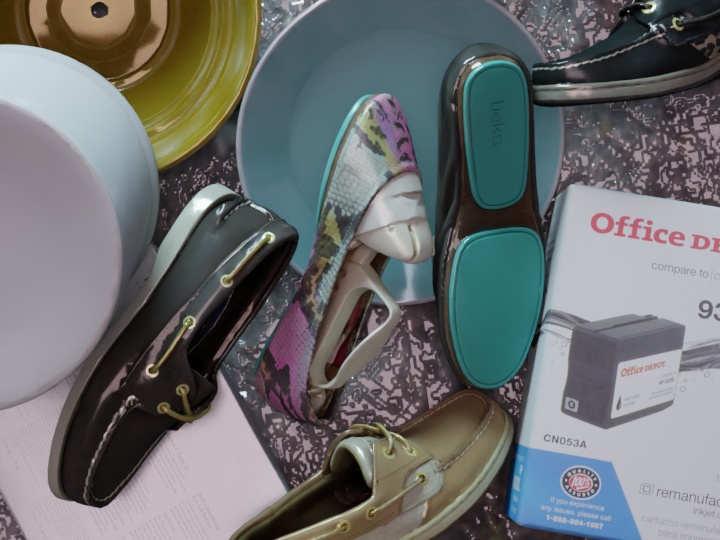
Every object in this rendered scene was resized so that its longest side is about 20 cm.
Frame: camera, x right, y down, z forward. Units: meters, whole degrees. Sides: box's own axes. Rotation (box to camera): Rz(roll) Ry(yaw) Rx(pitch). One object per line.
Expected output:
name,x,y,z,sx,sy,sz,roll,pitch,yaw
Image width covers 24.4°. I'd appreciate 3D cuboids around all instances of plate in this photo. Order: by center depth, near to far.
plate,0.024,-0.078,0.998,0.199,0.026,0.201,-2,106,-7

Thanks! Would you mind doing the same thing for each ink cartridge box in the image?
ink cartridge box,0.173,0.060,0.980,0.144,0.084,0.201,9,87,2

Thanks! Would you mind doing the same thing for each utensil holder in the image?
utensil holder,-0.195,-0.028,0.869,0.169,0.200,0.171,-1,101,-4

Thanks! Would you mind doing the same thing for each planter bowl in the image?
planter bowl,-0.159,-0.155,0.992,0.199,0.083,0.201,-1,101,-4

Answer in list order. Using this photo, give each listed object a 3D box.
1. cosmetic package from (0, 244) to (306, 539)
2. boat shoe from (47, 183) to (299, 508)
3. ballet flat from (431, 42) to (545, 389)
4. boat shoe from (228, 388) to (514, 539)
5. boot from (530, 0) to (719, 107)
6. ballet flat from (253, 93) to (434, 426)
cosmetic package,-0.140,0.108,1.002,0.150,0.052,0.200,-29,86,1
boat shoe,-0.106,0.049,0.941,0.060,0.072,0.202,26,83,23
ballet flat,0.072,-0.033,0.969,0.068,0.068,0.201,-2,104,-17
boat shoe,0.008,0.125,0.955,0.200,0.074,0.067,-39,117,-28
boot,0.175,-0.183,0.966,0.203,0.073,0.154,-18,102,-21
ballet flat,0.000,0.000,0.964,0.071,0.069,0.201,31,106,32
